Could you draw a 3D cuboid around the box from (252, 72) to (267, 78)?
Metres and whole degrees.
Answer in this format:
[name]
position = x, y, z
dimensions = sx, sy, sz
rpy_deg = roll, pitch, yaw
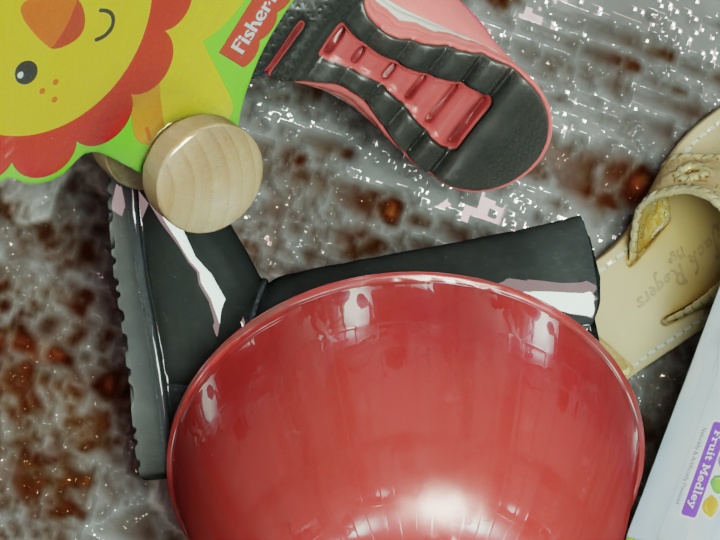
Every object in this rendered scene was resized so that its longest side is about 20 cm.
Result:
[box]
position = -0.098, -0.141, 1.231
dimensions = 0.200, 0.032, 0.122
rpy_deg = 0, 86, -50

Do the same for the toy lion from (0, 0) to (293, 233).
[toy lion]
position = -0.094, -0.115, 1.118
dimensions = 0.191, 0.069, 0.200
rpy_deg = 30, 95, -41

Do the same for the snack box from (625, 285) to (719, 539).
[snack box]
position = 0.204, 0.052, 1.290
dimensions = 0.142, 0.053, 0.201
rpy_deg = 32, 76, -47

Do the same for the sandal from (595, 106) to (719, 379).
[sandal]
position = 0.148, -0.008, 1.303
dimensions = 0.212, 0.070, 0.078
rpy_deg = -40, 97, -14

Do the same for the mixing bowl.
[mixing bowl]
position = 0.020, 0.111, 1.188
dimensions = 0.199, 0.109, 0.201
rpy_deg = -1, 126, -1

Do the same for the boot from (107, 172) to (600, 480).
[boot]
position = 0.000, 0.001, 1.239
dimensions = 0.199, 0.066, 0.166
rpy_deg = -6, 101, 4

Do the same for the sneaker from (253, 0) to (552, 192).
[sneaker]
position = -0.008, -0.109, 1.260
dimensions = 0.200, 0.087, 0.074
rpy_deg = 37, 105, -18
